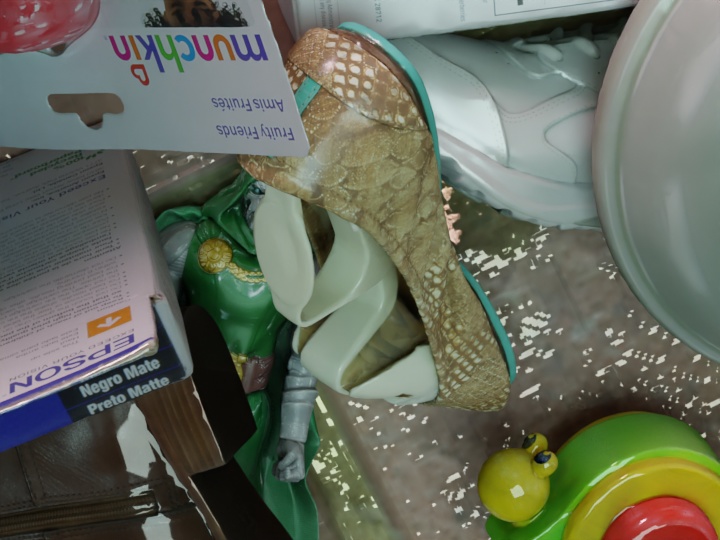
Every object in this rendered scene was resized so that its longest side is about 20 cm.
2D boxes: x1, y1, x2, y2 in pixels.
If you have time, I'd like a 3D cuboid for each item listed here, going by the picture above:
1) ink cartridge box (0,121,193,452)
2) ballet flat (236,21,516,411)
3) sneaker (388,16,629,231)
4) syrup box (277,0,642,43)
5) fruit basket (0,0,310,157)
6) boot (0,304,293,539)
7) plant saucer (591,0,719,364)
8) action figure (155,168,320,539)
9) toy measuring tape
[{"bbox_3d":[-0.151,0.036,0.881,0.199,0.200,0.041,-22,113,1],"label":"ink cartridge box"},{"bbox_3d":[0.000,0.000,0.923,0.065,0.070,0.200,-45,145,-16],"label":"ballet flat"},{"bbox_3d":[0.088,-0.059,0.955,0.200,0.078,0.100,17,101,-24],"label":"sneaker"},{"bbox_3d":[0.069,-0.129,0.914,0.200,0.079,0.082,-9,112,-5],"label":"syrup box"},{"bbox_3d":[-0.113,-0.121,0.846,0.094,0.185,0.200,-31,115,-39],"label":"fruit basket"},{"bbox_3d":[-0.117,0.118,0.948,0.200,0.064,0.187,-16,90,18],"label":"boot"},{"bbox_3d":[0.174,-0.040,0.905,0.200,0.050,0.200,-6,121,-11],"label":"plant saucer"},{"bbox_3d":[-0.053,0.052,0.984,0.118,0.055,0.200,11,105,-10],"label":"action figure"},{"bbox_3d":[0.128,0.099,1.023,0.200,0.074,0.074,24,106,-26],"label":"toy measuring tape"}]
